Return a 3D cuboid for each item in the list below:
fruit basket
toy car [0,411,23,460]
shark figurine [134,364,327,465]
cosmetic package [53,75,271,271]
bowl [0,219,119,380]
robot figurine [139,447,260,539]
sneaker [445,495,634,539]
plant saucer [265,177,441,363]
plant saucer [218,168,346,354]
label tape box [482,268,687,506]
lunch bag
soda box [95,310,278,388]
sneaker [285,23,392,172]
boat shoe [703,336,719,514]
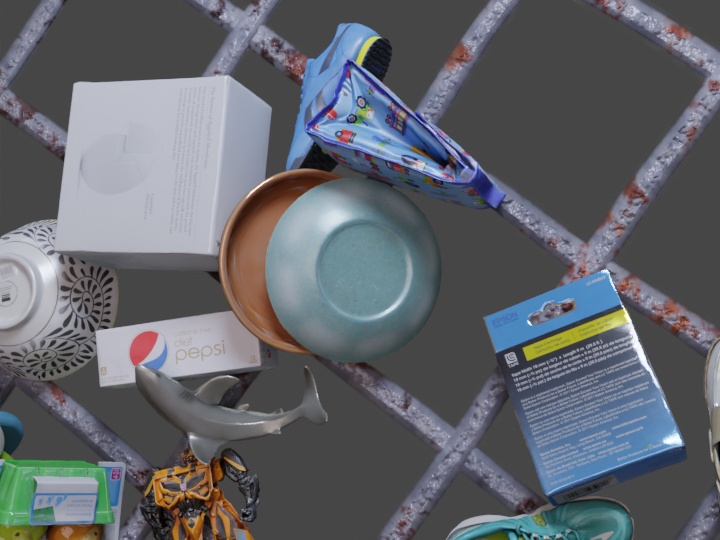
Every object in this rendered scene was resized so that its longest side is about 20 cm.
[{"bbox_3d":[-0.347,0.310,1.135,0.094,0.185,0.200,-9,75,48],"label":"fruit basket"},{"bbox_3d":[-0.487,0.197,1.202,0.200,0.175,0.150,14,42,-2],"label":"toy car"},{"bbox_3d":[-0.141,0.173,1.124,0.214,0.090,0.128,5,128,2],"label":"shark figurine"},{"bbox_3d":[-0.220,-0.105,1.171,0.200,0.123,0.200,2,82,21],"label":"cosmetic package"},{"bbox_3d":[-0.398,0.030,1.223,0.200,0.094,0.201,-2,82,14],"label":"bowl"},{"bbox_3d":[-0.174,0.296,1.145,0.145,0.058,0.200,-16,79,11],"label":"robot figurine"},{"bbox_3d":[0.179,0.280,1.043,0.200,0.080,0.078,-15,79,12],"label":"sneaker"},{"bbox_3d":[0.000,0.000,1.098,0.201,0.039,0.201,0,91,-18],"label":"plant saucer"},{"bbox_3d":[-0.060,-0.009,1.123,0.200,0.037,0.201,0,90,-22],"label":"plant saucer"},{"bbox_3d":[0.227,0.119,1.054,0.144,0.063,0.200,-22,62,11],"label":"label tape box"},{"bbox_3d":[0.062,-0.119,1.091,0.200,0.151,0.094,32,91,17],"label":"lunch bag"},{"bbox_3d":[-0.199,0.091,1.178,0.200,0.064,0.068,-9,80,14],"label":"soda box"},{"bbox_3d":[-0.041,-0.190,1.178,0.078,0.066,0.200,28,90,28],"label":"sneaker"},{"bbox_3d":[0.381,0.161,1.011,0.075,0.068,0.200,-6,81,14],"label":"boat shoe"}]
